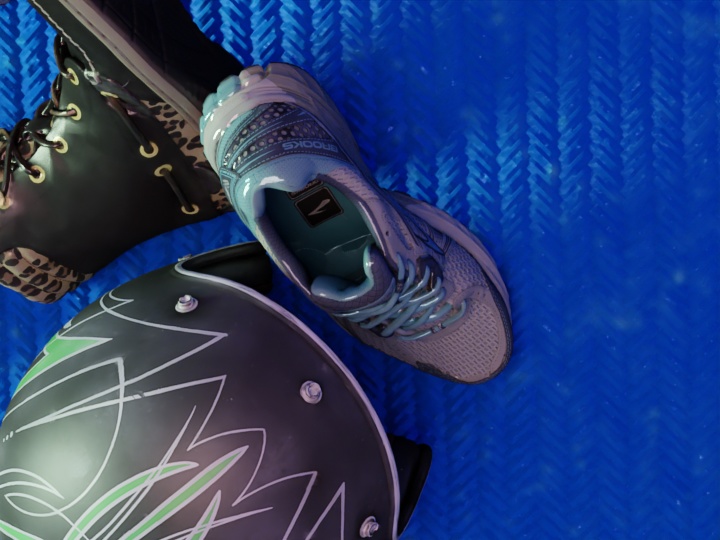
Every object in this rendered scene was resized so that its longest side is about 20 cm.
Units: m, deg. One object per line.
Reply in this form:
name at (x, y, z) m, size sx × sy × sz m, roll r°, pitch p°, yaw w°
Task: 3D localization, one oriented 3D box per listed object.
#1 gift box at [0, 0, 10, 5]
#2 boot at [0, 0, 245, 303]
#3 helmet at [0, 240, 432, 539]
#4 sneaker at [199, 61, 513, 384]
gift box at (-0.214, -0.229, 1.297) m, size 0.186 × 0.185 × 0.201 m, roll 27°, pitch 108°, yaw 10°
boot at (-0.138, -0.071, 1.326) m, size 0.150 × 0.073 × 0.200 m, roll -28°, pitch 135°, yaw 21°
helmet at (-0.071, 0.090, 1.305) m, size 0.199 × 0.191 × 0.201 m, roll 3°, pitch 104°, yaw 13°
sneaker at (0.000, 0.000, 1.300) m, size 0.078 × 0.086 × 0.200 m, roll -38°, pitch 123°, yaw 16°
